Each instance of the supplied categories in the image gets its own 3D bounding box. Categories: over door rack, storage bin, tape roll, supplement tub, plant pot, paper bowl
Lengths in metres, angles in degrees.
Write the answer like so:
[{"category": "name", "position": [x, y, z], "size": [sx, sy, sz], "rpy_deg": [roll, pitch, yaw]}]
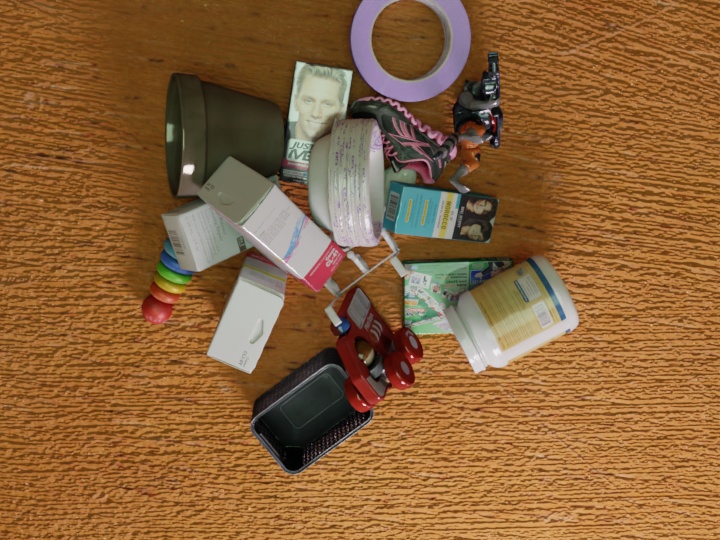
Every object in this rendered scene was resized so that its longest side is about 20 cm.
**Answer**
[{"category": "over door rack", "position": [0.000, 0.000, 1.401], "size": [0.147, 0.200, 0.067], "rpy_deg": [-37, 102, 7]}, {"category": "storage bin", "position": [-0.088, 0.254, 1.514], "size": [0.200, 0.094, 0.135], "rpy_deg": [-37, 103, 4]}, {"category": "tape roll", "position": [0.081, -0.385, 1.388], "size": [0.198, 0.066, 0.202], "rpy_deg": [-1, 103, -3]}, {"category": "supplement tub", "position": [0.258, 0.077, 1.437], "size": [0.199, 0.145, 0.145], "rpy_deg": [-28, 104, 3]}, {"category": "plant pot", "position": [-0.220, -0.217, 1.357], "size": [0.172, 0.200, 0.202], "rpy_deg": [-2, 104, -19]}, {"category": "paper bowl", "position": [-0.022, -0.139, 1.322], "size": [0.104, 0.201, 0.202], "rpy_deg": [1, 104, 9]}]

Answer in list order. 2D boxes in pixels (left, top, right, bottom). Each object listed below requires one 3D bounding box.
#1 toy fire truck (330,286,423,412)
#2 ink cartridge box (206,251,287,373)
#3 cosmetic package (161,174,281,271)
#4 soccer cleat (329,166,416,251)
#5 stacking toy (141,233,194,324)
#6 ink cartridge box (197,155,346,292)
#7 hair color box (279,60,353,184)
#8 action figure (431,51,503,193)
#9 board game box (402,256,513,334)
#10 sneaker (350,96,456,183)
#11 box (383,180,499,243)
[{"category": "toy fire truck", "position": [0.011, 0.133, 1.439], "size": [0.112, 0.200, 0.168], "rpy_deg": [-33, 103, 25]}, {"category": "ink cartridge box", "position": [-0.187, 0.064, 1.407], "size": [0.083, 0.200, 0.146], "rpy_deg": [23, 101, -9]}, {"category": "cosmetic package", "position": [-0.218, -0.082, 1.384], "size": [0.199, 0.074, 0.102], "rpy_deg": [-29, 111, -32]}, {"category": "soccer cleat", "position": [0.025, -0.104, 1.443], "size": [0.069, 0.078, 0.200], "rpy_deg": [43, 97, -12]}, {"category": "stacking toy", "position": [-0.324, 0.007, 1.451], "size": [0.085, 0.085, 0.201], "rpy_deg": [25, 105, -9]}, {"category": "ink cartridge box", "position": [-0.136, -0.070, 1.296], "size": [0.086, 0.147, 0.200], "rpy_deg": [-50, 135, -7]}, {"category": "hair color box", "position": [-0.077, -0.247, 1.412], "size": [0.099, 0.061, 0.202], "rpy_deg": [8, 102, -6]}, {"category": "action figure", "position": [0.180, -0.257, 1.368], "size": [0.104, 0.194, 0.201], "rpy_deg": [4, 137, 12]}, {"category": "board game box", "position": [0.175, 0.046, 1.514], "size": [0.198, 0.029, 0.136], "rpy_deg": [-1, 104, -4]}, {"category": "sneaker", "position": [0.064, -0.216, 1.406], "size": [0.199, 0.079, 0.096], "rpy_deg": [29, 73, -8]}, {"category": "box", "position": [0.138, -0.098, 1.428], "size": [0.199, 0.049, 0.083], "rpy_deg": [4, 104, -29]}]
